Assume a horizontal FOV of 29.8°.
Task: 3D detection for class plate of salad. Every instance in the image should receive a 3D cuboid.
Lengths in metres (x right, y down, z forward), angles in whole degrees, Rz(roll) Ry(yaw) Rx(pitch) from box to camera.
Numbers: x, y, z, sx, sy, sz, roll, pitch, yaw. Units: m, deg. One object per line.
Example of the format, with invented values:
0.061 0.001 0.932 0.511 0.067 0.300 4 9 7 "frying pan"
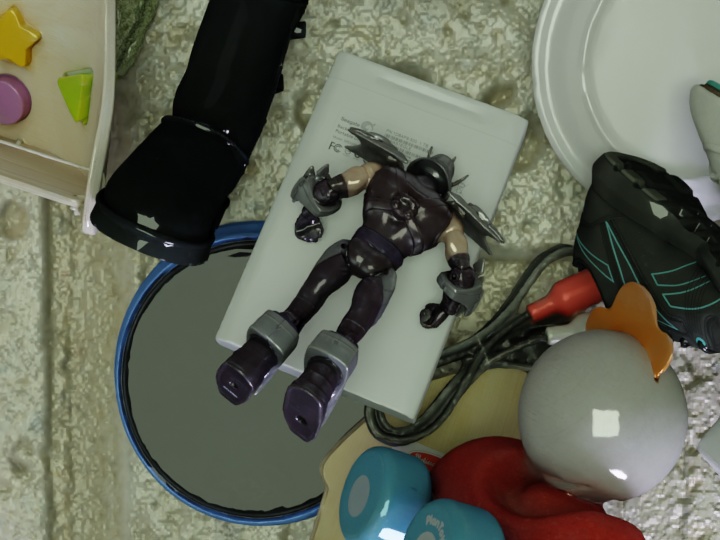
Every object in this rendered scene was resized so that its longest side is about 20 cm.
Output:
0.203 -0.131 0.844 0.197 0.048 0.203 0 102 -2 "plate of salad"

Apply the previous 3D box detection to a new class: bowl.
-0.067 0.069 0.885 0.197 0.039 0.204 0 94 5 "bowl"

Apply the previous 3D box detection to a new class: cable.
0.092 0.043 0.842 0.197 0.050 0.099 -15 86 -15 "cable"

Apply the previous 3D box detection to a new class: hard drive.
0.009 -0.024 0.841 0.130 0.027 0.202 21 75 8 "hard drive"

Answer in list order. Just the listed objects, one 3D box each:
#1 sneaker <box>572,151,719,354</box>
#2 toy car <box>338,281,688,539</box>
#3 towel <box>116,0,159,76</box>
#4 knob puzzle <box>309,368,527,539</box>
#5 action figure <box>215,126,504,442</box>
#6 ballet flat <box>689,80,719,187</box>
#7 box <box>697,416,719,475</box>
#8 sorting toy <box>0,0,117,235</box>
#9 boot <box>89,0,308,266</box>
0.192 0.014 0.775 0.075 0.200 0.080 7 121 -36 "sneaker"
0.119 0.101 0.774 0.182 0.177 0.203 21 92 -24 "toy car"
-0.182 -0.232 0.873 0.147 0.036 0.202 26 96 1 "towel"
0.062 0.155 0.874 0.216 0.030 0.223 0 90 -15 "knob puzzle"
0.000 0.000 0.787 0.129 0.070 0.201 31 64 16 "action figure"
0.244 -0.040 0.751 0.070 0.069 0.200 -54 49 7 "ballet flat"
0.333 0.107 0.759 0.200 0.131 0.199 -47 122 -2 "box"
-0.219 -0.144 0.823 0.197 0.107 0.182 18 110 8 "sorting toy"
-0.087 -0.099 0.800 0.073 0.198 0.164 23 102 -1 "boot"
